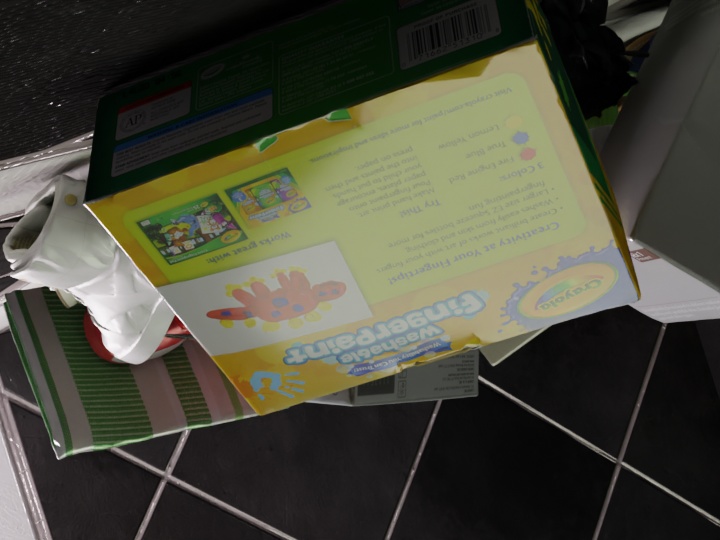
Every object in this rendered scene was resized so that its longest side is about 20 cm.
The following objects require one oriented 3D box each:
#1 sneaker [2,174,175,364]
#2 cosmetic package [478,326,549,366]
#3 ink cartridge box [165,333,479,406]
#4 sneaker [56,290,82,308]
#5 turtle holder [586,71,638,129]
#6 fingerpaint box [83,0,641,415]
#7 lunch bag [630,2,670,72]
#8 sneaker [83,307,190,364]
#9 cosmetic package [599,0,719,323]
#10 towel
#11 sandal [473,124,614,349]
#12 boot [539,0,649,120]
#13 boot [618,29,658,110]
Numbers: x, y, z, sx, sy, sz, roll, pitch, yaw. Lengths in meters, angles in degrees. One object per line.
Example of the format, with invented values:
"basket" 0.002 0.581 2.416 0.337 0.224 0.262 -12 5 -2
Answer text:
"sneaker" -0.169 -0.003 0.825 0.114 0.074 0.200 14 152 -15
"cosmetic package" 0.157 -0.026 0.977 0.199 0.073 0.104 -38 -172 13
"ink cartridge box" -0.027 0.074 1.007 0.172 0.044 0.199 1 178 32
"sneaker" -0.183 -0.017 0.956 0.089 0.068 0.200 -13 176 -9
"turtle holder" 0.092 -0.087 0.865 0.130 0.142 0.186 1 -154 -17
"fingerpaint box" 0.006 -0.033 0.587 0.198 0.074 0.167 -19 135 16
"lunch bag" 0.272 -0.107 0.878 0.132 0.201 0.135 -40 164 36
"sneaker" -0.116 0.004 1.021 0.199 0.079 0.115 -29 180 -37
"cosmetic package" 0.191 -0.078 0.689 0.090 0.202 0.107 26 172 -11
"towel" -0.172 0.066 1.050 0.198 0.153 0.023 -9 150 -33
"sandal" 0.090 -0.003 0.767 0.206 0.079 0.059 -33 146 2
"boot" 0.045 -0.089 0.698 0.197 0.074 0.162 -27 171 27
"boot" 0.266 -0.161 1.128 0.198 0.078 0.155 -15 180 33
